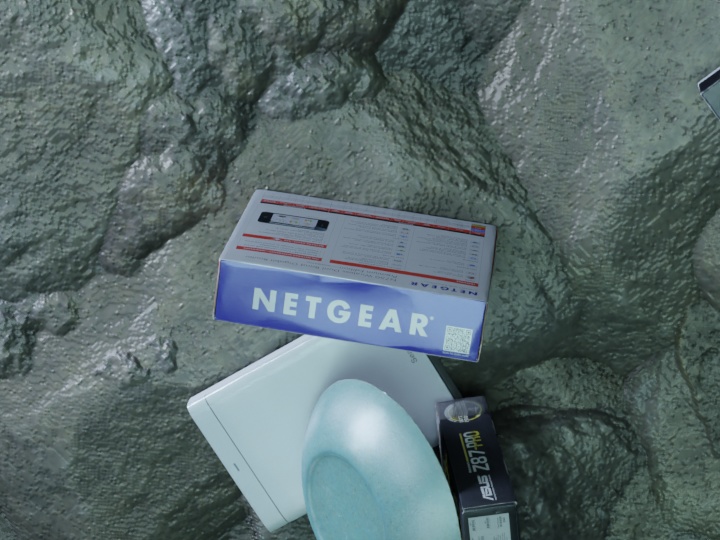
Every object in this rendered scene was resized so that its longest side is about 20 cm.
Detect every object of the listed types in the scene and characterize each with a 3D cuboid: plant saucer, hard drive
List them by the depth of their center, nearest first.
[{"bbox_3d":[0.003,0.186,1.520,0.039,0.201,0.202,-19,112,-32],"label":"plant saucer"},{"bbox_3d":[-0.025,0.117,1.604,0.199,0.027,0.132,-29,104,15],"label":"hard drive"}]

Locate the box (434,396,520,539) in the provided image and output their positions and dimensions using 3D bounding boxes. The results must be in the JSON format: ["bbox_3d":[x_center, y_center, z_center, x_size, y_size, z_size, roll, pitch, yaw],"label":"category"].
[{"bbox_3d":[0.099,0.225,1.542,0.049,0.161,0.201,-7,117,0],"label":"box"}]

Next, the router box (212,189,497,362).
[{"bbox_3d":[0.000,0.000,1.479,0.199,0.180,0.049,9,110,4],"label":"router box"}]

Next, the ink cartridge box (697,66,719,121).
[{"bbox_3d":[0.353,-0.090,1.482,0.099,0.039,0.200,-37,102,16],"label":"ink cartridge box"}]
